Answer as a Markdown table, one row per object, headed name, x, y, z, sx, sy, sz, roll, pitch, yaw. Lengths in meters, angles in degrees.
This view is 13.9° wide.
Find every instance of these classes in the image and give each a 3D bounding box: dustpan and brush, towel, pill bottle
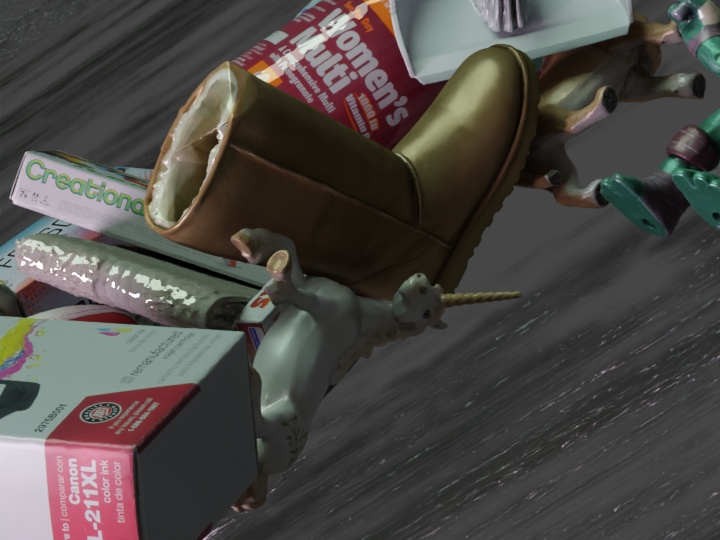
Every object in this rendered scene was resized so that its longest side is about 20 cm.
| name | x | y | z | sx | sy | sz | roll | pitch | yaw |
| --- | --- | --- | --- | --- | --- | --- | --- | --- | --- |
| dustpan and brush | 0.072 | -0.208 | 1.757 | 0.139 | 0.057 | 0.201 | -14 | 45 | -3 |
| towel | -0.107 | 0.014 | 1.721 | 0.200 | 0.132 | 0.035 | 10 | -84 | -69 |
| pill bottle | 0.010 | -0.123 | 1.812 | 0.200 | 0.110 | 0.110 | -35 | 14 | -10 |

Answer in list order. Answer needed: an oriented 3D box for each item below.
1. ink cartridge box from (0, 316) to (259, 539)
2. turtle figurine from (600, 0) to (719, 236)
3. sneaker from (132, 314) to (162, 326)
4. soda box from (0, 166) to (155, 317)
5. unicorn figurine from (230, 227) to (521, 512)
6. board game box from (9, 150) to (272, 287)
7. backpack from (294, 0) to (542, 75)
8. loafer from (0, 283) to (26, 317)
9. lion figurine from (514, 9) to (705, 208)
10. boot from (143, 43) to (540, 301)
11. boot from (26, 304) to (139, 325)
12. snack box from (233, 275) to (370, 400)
| name | x | y | z | sx | sy | sz | roll | pitch | yaw |
| --- | --- | --- | --- | --- | --- | --- | --- | --- | --- |
| ink cartridge box | -0.169 | 0.087 | 1.452 | 0.199 | 0.083 | 0.146 | 3 | 23 | 19 |
| turtle figurine | 0.210 | -0.109 | 1.536 | 0.200 | 0.100 | 0.150 | -57 | 7 | -20 |
| sneaker | -0.156 | 0.054 | 1.917 | 0.072 | 0.072 | 0.200 | -8 | 23 | -1 |
| soda box | -0.187 | 0.008 | 1.861 | 0.068 | 0.064 | 0.200 | 7 | 32 | 41 |
| unicorn figurine | -0.028 | 0.041 | 1.576 | 0.200 | 0.137 | 0.074 | -50 | 50 | -5 |
| board game box | -0.104 | -0.026 | 1.782 | 0.126 | 0.199 | 0.035 | -51 | -21 | -86 |
| backpack | 0.068 | -0.170 | 1.978 | 0.199 | 0.151 | 0.178 | -16 | 22 | 40 |
| loafer | -0.213 | 0.080 | 1.760 | 0.072 | 0.201 | 0.063 | 29 | 45 | 26 |
| lion figurine | 0.125 | -0.098 | 1.732 | 0.122 | 0.073 | 0.200 | 0 | 28 | 43 |
| boot | -0.004 | -0.070 | 1.617 | 0.066 | 0.200 | 0.176 | 19 | 87 | 49 |
| boot | -0.164 | 0.086 | 1.627 | 0.144 | 0.073 | 0.200 | 14 | 32 | 41 |
| snack box | 0.000 | 0.000 | 1.709 | 0.024 | 0.072 | 0.200 | 4 | 37 | 38 |
